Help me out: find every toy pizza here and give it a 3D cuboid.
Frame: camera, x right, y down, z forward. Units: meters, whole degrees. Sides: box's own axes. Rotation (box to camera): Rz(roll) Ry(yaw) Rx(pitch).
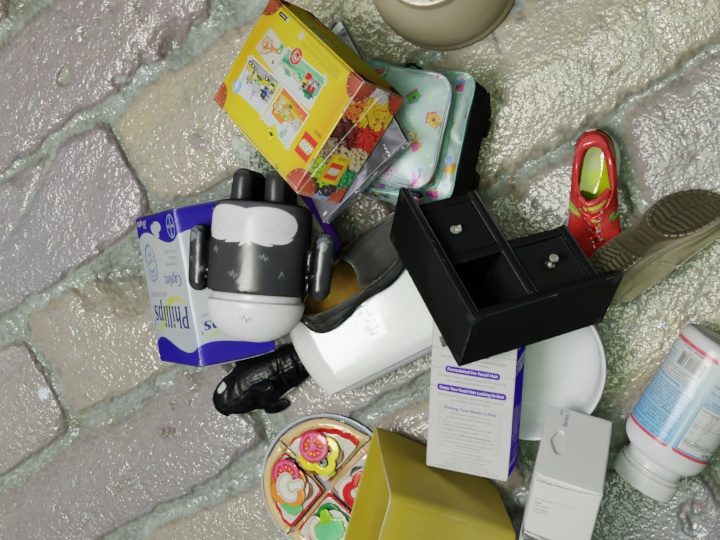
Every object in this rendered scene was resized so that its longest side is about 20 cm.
[{"bbox_3d":[-0.046,0.297,1.531,0.197,0.032,0.203,2,97,15],"label":"toy pizza"}]

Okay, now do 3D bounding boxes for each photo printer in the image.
[{"bbox_3d":[0.003,0.057,1.456,0.198,0.069,0.168,-26,85,7],"label":"photo printer"}]

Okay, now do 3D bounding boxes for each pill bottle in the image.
[{"bbox_3d":[0.392,0.174,1.356,0.108,0.109,0.202,31,103,10],"label":"pill bottle"}]

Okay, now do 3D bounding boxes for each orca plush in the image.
[{"bbox_3d":[-0.109,0.155,1.502,0.197,0.071,0.107,-10,111,3],"label":"orca plush"}]

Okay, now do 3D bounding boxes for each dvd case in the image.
[{"bbox_3d":[-0.032,-0.181,1.342,0.149,0.016,0.202,-42,58,28],"label":"dvd case"}]

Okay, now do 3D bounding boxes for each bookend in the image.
[{"bbox_3d":[0.166,-0.016,1.313,0.197,0.093,0.200,-14,55,-19],"label":"bookend"}]

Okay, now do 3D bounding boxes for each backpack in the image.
[{"bbox_3d":[0.044,-0.172,1.393,0.198,0.153,0.178,12,92,27],"label":"backpack"}]

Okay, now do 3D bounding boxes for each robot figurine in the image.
[{"bbox_3d":[-0.119,-0.017,1.331,0.149,0.124,0.203,5,91,52],"label":"robot figurine"}]

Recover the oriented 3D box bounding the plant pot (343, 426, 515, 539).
[{"bbox_3d":[0.085,0.342,1.414,0.174,0.200,0.203,12,105,-8],"label":"plant pot"}]

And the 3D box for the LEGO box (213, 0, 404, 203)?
[{"bbox_3d":[-0.065,-0.201,1.311,0.200,0.077,0.150,48,113,34],"label":"LEGO box"}]

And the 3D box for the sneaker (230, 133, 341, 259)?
[{"bbox_3d":[-0.069,-0.109,1.423,0.201,0.099,0.069,56,148,-5],"label":"sneaker"}]

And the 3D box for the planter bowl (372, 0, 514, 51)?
[{"bbox_3d":[0.091,-0.377,1.367,0.197,0.135,0.203,2,96,16],"label":"planter bowl"}]

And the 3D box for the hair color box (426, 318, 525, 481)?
[{"bbox_3d":[0.143,0.148,1.382,0.108,0.065,0.203,8,110,19],"label":"hair color box"}]

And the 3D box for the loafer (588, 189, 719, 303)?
[{"bbox_3d":[0.360,-0.028,1.352,0.198,0.069,0.076,-29,47,-8],"label":"loafer"}]

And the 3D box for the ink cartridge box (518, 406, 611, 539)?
[{"bbox_3d":[0.242,0.290,1.357,0.083,0.147,0.202,12,123,10],"label":"ink cartridge box"}]

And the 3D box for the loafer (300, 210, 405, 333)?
[{"bbox_3d":[0.000,0.000,1.387,0.073,0.072,0.200,42,93,12],"label":"loafer"}]

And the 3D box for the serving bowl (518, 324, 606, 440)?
[{"bbox_3d":[0.215,0.108,1.413,0.197,0.066,0.203,6,108,19],"label":"serving bowl"}]

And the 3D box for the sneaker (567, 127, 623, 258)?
[{"bbox_3d":[0.283,-0.072,1.372,0.076,0.085,0.203,-4,95,16],"label":"sneaker"}]

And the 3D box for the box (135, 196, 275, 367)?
[{"bbox_3d":[-0.206,0.016,1.458,0.104,0.183,0.203,-12,94,-26],"label":"box"}]
